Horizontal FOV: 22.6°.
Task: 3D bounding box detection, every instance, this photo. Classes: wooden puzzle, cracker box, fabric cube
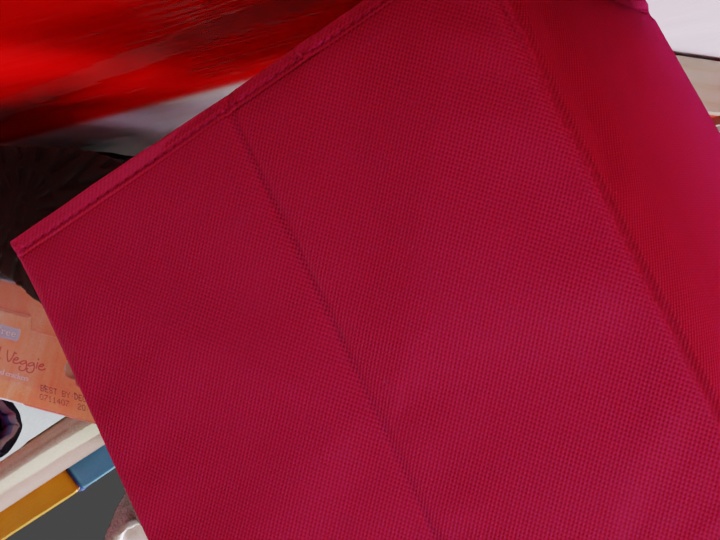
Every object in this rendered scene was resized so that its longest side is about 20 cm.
[{"bbox_3d":[-0.152,0.095,0.987,0.184,0.037,0.200,-33,-178,24],"label":"wooden puzzle"},{"bbox_3d":[-0.176,0.013,0.884,0.133,0.058,0.200,16,-174,-9],"label":"cracker box"},{"bbox_3d":[0.041,0.030,0.622,0.199,0.201,0.196,-31,167,23],"label":"fabric cube"}]

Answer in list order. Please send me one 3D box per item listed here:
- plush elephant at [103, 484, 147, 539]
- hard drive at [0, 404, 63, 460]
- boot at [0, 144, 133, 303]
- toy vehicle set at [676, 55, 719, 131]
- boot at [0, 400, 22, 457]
[{"bbox_3d":[-0.036,0.094,0.818,0.154,0.166,0.200,-14,-137,-22],"label":"plush elephant"},{"bbox_3d":[-0.230,0.063,1.198,0.139,0.033,0.201,14,125,-29],"label":"hard drive"},{"bbox_3d":[-0.111,-0.019,0.829,0.181,0.073,0.200,23,-179,19],"label":"boot"},{"bbox_3d":[0.139,-0.083,0.940,0.123,0.027,0.199,-9,177,35],"label":"toy vehicle set"},{"bbox_3d":[-0.268,0.033,0.950,0.090,0.200,0.073,-19,-145,41],"label":"boot"}]
